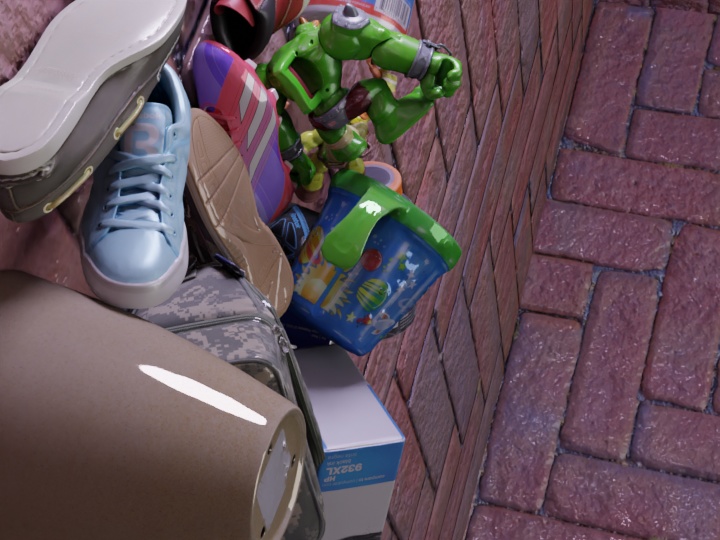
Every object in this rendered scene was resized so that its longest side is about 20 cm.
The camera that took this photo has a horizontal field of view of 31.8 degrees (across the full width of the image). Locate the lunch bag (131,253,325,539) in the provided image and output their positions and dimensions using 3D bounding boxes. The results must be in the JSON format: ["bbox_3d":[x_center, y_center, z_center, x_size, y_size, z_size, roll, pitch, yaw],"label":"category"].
[{"bbox_3d":[-0.109,0.107,0.979,0.168,0.139,0.200,-106,-179,-63],"label":"lunch bag"}]

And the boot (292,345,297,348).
[{"bbox_3d":[-0.083,0.152,1.272,0.096,0.073,0.200,-55,151,-44],"label":"boot"}]

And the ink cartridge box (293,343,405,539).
[{"bbox_3d":[-0.042,0.190,1.147,0.145,0.084,0.200,52,-41,47],"label":"ink cartridge box"}]

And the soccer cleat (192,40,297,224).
[{"bbox_3d":[-0.104,-0.104,1.052,0.076,0.067,0.200,-51,151,-22],"label":"soccer cleat"}]

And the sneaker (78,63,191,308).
[{"bbox_3d":[-0.148,-0.065,0.830,0.200,0.074,0.082,-98,-173,-46],"label":"sneaker"}]

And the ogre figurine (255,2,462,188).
[{"bbox_3d":[-0.022,-0.154,1.079,0.120,0.200,0.098,44,56,-27],"label":"ogre figurine"}]

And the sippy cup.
[{"bbox_3d":[0.000,0.000,1.128,0.178,0.140,0.130,42,79,-41],"label":"sippy cup"}]

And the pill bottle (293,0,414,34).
[{"bbox_3d":[0.009,-0.318,1.227,0.112,0.112,0.200,46,56,-72],"label":"pill bottle"}]

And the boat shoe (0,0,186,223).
[{"bbox_3d":[-0.168,-0.112,0.783,0.060,0.072,0.202,87,25,-46],"label":"boat shoe"}]

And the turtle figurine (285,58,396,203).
[{"bbox_3d":[-0.015,-0.131,1.226,0.200,0.064,0.161,-35,164,-19],"label":"turtle figurine"}]

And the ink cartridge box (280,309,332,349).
[{"bbox_3d":[-0.052,0.021,1.260,0.200,0.095,0.037,-58,155,-55],"label":"ink cartridge box"}]

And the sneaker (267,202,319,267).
[{"bbox_3d":[-0.076,-0.007,1.176,0.200,0.082,0.073,-59,156,-51],"label":"sneaker"}]

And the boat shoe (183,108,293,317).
[{"bbox_3d":[-0.119,-0.040,1.029,0.200,0.065,0.072,64,36,-35],"label":"boat shoe"}]

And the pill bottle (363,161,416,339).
[{"bbox_3d":[0.013,-0.025,1.454,0.106,0.106,0.200,-63,158,-48],"label":"pill bottle"}]

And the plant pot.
[{"bbox_3d":[-0.142,0.110,0.775,0.187,0.200,0.188,11,90,-75],"label":"plant pot"}]

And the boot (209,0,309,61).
[{"bbox_3d":[-0.077,-0.273,1.007,0.144,0.072,0.200,-62,160,-56],"label":"boot"}]
